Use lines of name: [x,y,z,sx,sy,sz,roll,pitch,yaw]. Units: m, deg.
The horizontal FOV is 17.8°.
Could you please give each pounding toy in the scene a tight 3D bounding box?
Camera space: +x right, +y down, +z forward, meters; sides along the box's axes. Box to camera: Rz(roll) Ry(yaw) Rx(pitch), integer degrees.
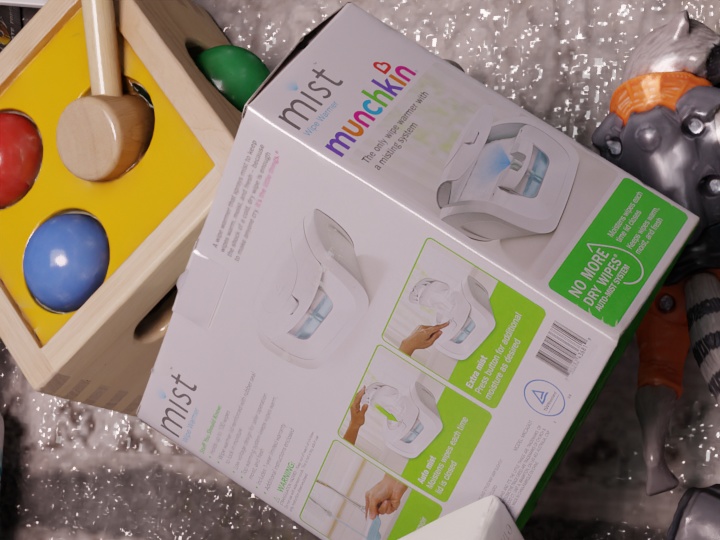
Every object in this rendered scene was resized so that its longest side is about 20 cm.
pounding toy: [-0.122,-0.069,1.139,0.200,0.142,0.185,-45,61,15]

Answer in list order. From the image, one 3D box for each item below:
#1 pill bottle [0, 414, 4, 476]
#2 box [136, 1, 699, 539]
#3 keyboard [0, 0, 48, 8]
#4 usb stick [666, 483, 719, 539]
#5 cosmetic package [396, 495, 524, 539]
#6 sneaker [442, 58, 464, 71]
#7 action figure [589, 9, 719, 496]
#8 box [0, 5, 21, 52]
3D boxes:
pill bottle: [-0.243,0.164,1.175,0.110,0.111,0.202,-5,76,29]
box: [0.016,0.023,0.974,0.176,0.097,0.201,32,135,9]
keyboard: [-0.213,-0.171,1.238,0.198,0.011,0.057,5,74,3]
usb stick: [0.215,0.145,0.955,0.199,0.033,0.056,22,89,32]
cosmetic package: [0.062,0.210,0.930,0.081,0.113,0.201,-26,107,23]
sneaker: [0.000,0.000,1.091,0.200,0.074,0.089,-48,58,13]
action figure: [0.170,-0.023,0.983,0.199,0.104,0.195,-23,78,27]
box: [-0.270,-0.175,1.306,0.157,0.048,0.202,-14,72,27]
